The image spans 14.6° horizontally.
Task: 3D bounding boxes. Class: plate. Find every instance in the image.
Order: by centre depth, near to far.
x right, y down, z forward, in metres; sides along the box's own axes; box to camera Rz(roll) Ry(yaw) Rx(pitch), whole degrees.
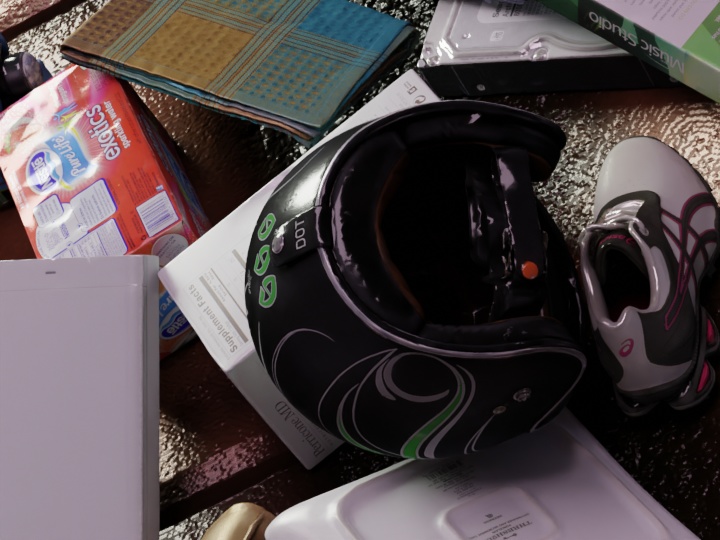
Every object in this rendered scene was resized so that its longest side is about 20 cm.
[{"bbox_3d":[0.076,0.147,1.511,0.199,0.032,0.200,-22,39,-21],"label":"plate"}]

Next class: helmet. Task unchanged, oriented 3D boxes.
[{"bbox_3d":[0.036,0.010,1.516,0.199,0.191,0.201,4,69,-9],"label":"helmet"}]

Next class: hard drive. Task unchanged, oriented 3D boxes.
[{"bbox_3d":[-0.181,0.093,1.705,0.131,0.026,0.202,-2,86,31],"label":"hard drive"},{"bbox_3d":[0.145,-0.179,1.791,0.199,0.038,0.140,0,54,33],"label":"hard drive"}]

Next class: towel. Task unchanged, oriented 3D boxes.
[{"bbox_3d":[-0.078,-0.150,1.848,0.199,0.022,0.147,19,42,23],"label":"towel"}]

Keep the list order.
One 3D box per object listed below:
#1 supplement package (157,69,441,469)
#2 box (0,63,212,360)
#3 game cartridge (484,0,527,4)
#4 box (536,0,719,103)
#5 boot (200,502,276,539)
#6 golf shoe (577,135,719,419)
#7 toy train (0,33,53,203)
[{"bbox_3d":[0.000,0.000,1.679,0.200,0.114,0.110,-39,43,0],"label":"supplement package"},{"bbox_3d":[-0.161,-0.039,1.825,0.099,0.096,0.200,-33,44,4],"label":"box"},{"bbox_3d":[0.064,-0.238,1.844,0.199,0.038,0.130,14,56,44],"label":"game cartridge"},{"bbox_3d":[0.190,-0.197,1.717,0.199,0.036,0.144,32,66,24],"label":"box"},{"bbox_3d":[-0.114,0.250,1.573,0.175,0.066,0.200,-50,9,42],"label":"boot"},{"bbox_3d":[0.163,-0.014,1.608,0.077,0.088,0.201,-20,45,19],"label":"golf shoe"},{"bbox_3d":[-0.296,-0.093,1.942,0.199,0.114,0.087,-18,43,18],"label":"toy train"}]
